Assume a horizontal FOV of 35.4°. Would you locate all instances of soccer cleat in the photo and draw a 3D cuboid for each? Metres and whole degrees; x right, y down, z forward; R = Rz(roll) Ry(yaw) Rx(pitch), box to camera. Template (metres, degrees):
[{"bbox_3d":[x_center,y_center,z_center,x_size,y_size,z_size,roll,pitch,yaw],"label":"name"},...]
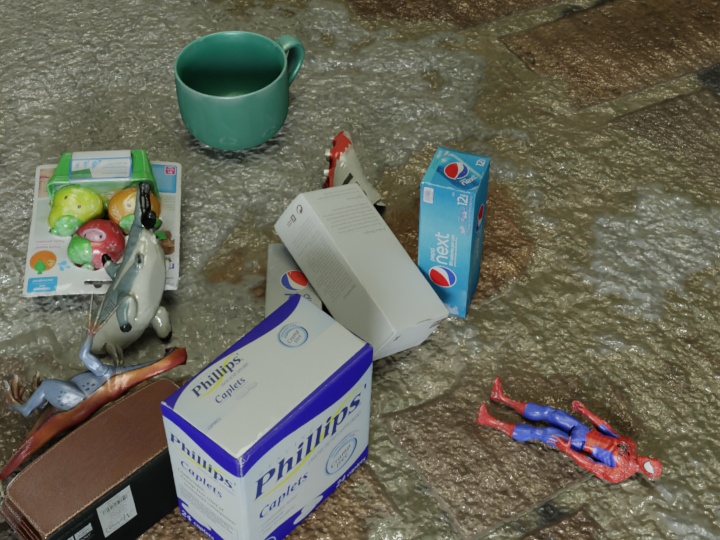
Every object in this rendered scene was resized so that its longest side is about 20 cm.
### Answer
[{"bbox_3d":[-0.009,-0.097,1.451,0.085,0.069,0.201,6,50,-7],"label":"soccer cleat"}]

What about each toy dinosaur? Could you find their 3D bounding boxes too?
[{"bbox_3d":[-0.277,0.131,1.211,0.180,0.105,0.201,0,78,16],"label":"toy dinosaur"}]

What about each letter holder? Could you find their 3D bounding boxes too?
[{"bbox_3d":[-0.265,0.195,1.151,0.200,0.101,0.142,-35,54,-28],"label":"letter holder"}]

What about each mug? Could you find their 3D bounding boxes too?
[{"bbox_3d":[-0.158,-0.239,1.546,0.184,0.115,0.153,-8,47,-8],"label":"mug"}]

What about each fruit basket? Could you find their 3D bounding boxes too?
[{"bbox_3d":[-0.314,-0.059,1.383,0.184,0.094,0.201,-2,49,-3],"label":"fruit basket"}]

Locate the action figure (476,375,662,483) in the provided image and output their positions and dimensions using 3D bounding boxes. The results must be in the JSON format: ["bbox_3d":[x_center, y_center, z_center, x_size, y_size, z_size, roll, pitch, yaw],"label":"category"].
[{"bbox_3d":[0.226,0.175,1.207,0.199,0.052,0.065,23,47,17],"label":"action figure"}]

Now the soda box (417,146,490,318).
[{"bbox_3d":[0.105,-0.040,1.300,0.064,0.201,0.068,14,48,13],"label":"soda box"}]

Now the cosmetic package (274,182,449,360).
[{"bbox_3d":[0.000,0.000,1.295,0.101,0.074,0.200,-14,65,-45],"label":"cosmetic package"}]

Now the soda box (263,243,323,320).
[{"bbox_3d":[-0.077,0.060,1.300,0.068,0.064,0.201,0,47,-2],"label":"soda box"}]

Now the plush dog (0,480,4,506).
[{"bbox_3d":[-0.456,0.257,1.088,0.199,0.161,0.171,-17,29,-36],"label":"plush dog"}]

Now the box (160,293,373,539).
[{"bbox_3d":[-0.086,0.160,1.113,0.105,0.201,0.184,33,55,26],"label":"box"}]

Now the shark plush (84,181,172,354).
[{"bbox_3d":[-0.272,-0.002,1.297,0.083,0.201,0.091,4,3,27],"label":"shark plush"}]
